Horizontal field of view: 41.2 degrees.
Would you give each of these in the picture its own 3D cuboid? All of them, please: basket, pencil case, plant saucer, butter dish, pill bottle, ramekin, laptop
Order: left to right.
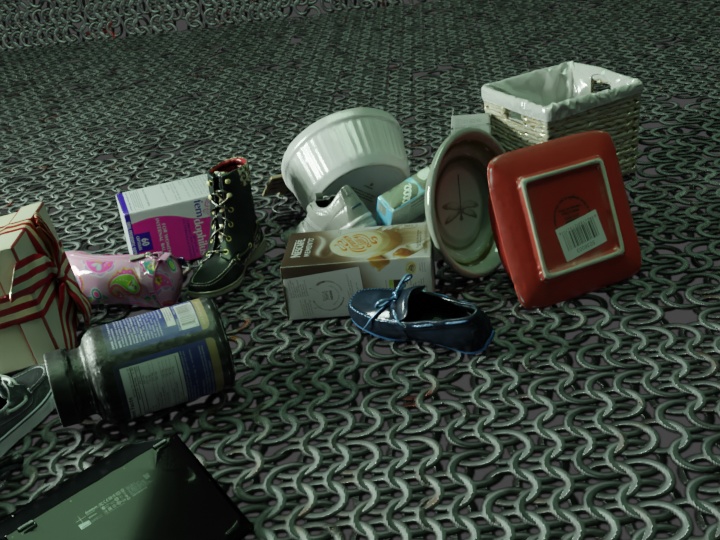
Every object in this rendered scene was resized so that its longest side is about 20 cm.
[{"bbox_3d":[-0.240,0.251,0.916,0.186,0.117,0.200,-29,62,-37],"label":"laptop"},{"bbox_3d":[-0.349,0.010,1.361,0.198,0.088,0.088,1,27,20],"label":"pencil case"},{"bbox_3d":[-0.252,0.108,1.096,0.198,0.113,0.112,-15,26,-16],"label":"pill bottle"},{"bbox_3d":[-0.014,-0.149,1.480,0.200,0.203,0.095,-15,60,-15],"label":"ramekin"},{"bbox_3d":[0.142,-0.091,1.306,0.050,0.202,0.199,1,24,44],"label":"plant saucer"},{"bbox_3d":[0.244,-0.065,1.272,0.198,0.202,0.148,-17,4,-21],"label":"butter dish"},{"bbox_3d":[0.331,-0.236,1.588,0.198,0.163,0.198,-17,27,-21],"label":"basket"}]

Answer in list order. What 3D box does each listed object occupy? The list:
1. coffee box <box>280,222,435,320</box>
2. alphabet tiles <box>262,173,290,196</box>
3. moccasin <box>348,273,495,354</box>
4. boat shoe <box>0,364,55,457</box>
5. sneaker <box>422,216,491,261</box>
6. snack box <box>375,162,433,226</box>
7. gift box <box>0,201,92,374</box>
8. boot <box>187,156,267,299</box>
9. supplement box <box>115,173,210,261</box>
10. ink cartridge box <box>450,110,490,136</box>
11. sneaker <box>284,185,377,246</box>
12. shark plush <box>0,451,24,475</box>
[{"bbox_3d":[0.000,0.000,1.284,0.197,0.081,0.115,-5,25,6],"label":"coffee box"},{"bbox_3d":[-0.080,-0.159,1.608,0.165,0.006,0.200,-15,-4,-14],"label":"alphabet tiles"},{"bbox_3d":[0.071,0.043,1.168,0.198,0.069,0.081,6,51,29],"label":"moccasin"},{"bbox_3d":[-0.413,0.153,1.098,0.071,0.069,0.200,2,27,20],"label":"boat shoe"},{"bbox_3d":[0.158,-0.062,1.386,0.199,0.076,0.081,-29,41,-36],"label":"sneaker"},{"bbox_3d":[0.106,-0.107,1.395,0.199,0.117,0.037,-33,63,-23],"label":"snack box"},{"bbox_3d":[-0.457,0.041,1.229,0.185,0.186,0.201,-17,29,2],"label":"gift box"},{"bbox_3d":[-0.203,-0.062,1.385,0.073,0.155,0.204,2,27,20],"label":"boot"},{"bbox_3d":[-0.271,-0.082,1.508,0.198,0.102,0.103,-16,27,-15],"label":"supplement box"},{"bbox_3d":[0.185,-0.185,1.573,0.067,0.117,0.201,-4,26,8],"label":"ink cartridge box"},{"bbox_3d":[-0.051,-0.076,1.410,0.074,0.083,0.199,-28,7,-39],"label":"sneaker"},{"bbox_3d":[-0.439,0.225,0.967,0.083,0.091,0.200,-26,12,45],"label":"shark plush"}]
